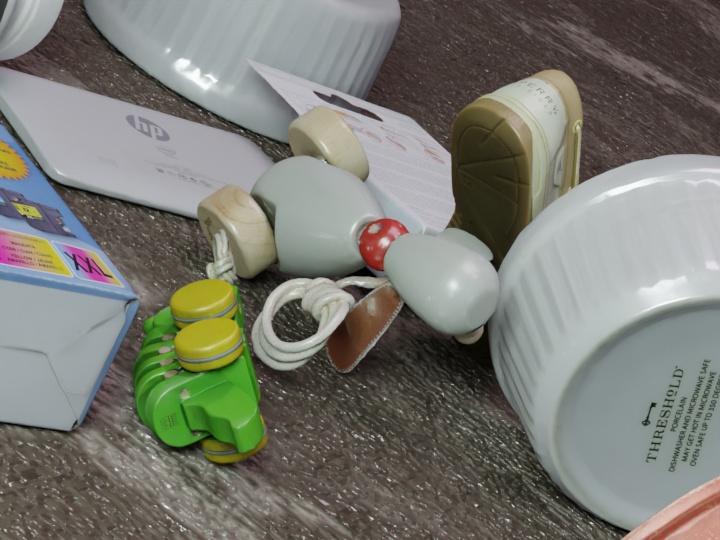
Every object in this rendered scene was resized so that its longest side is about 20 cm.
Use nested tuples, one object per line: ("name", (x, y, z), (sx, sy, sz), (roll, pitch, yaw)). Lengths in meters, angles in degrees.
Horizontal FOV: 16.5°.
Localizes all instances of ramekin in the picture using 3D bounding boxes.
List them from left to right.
("ramekin", (-0.070, -0.172, 1.615), (0.200, 0.098, 0.201), (26, 19, -10))
("ramekin", (0.169, 0.048, 1.269), (0.202, 0.202, 0.094), (23, 31, -20))

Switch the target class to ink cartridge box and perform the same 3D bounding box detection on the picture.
("ink cartridge box", (-0.204, -0.024, 1.067), (0.136, 0.076, 0.200), (12, 24, -43))
("ink cartridge box", (0.025, -0.043, 1.496), (0.162, 0.057, 0.200), (16, 17, -46))

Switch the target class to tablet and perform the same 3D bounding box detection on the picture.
("tablet", (-0.114, -0.065, 1.404), (0.200, 0.014, 0.130), (15, 23, -39))

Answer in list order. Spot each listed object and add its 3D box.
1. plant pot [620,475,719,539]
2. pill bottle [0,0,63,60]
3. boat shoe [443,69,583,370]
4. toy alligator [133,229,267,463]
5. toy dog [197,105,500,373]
("plant pot", (0.187, 0.201, 0.915), (0.201, 0.201, 0.195), (13, 33, -42))
("pill bottle", (-0.249, -0.160, 1.286), (0.116, 0.116, 0.200), (39, 21, 25))
("boat shoe", (0.086, -0.025, 1.329), (0.074, 0.200, 0.066), (39, 57, 23))
("toy alligator", (-0.078, 0.036, 1.140), (0.054, 0.059, 0.200), (-13, 26, -1))
("toy dog", (0.000, 0.000, 1.290), (0.096, 0.132, 0.200), (65, -1, -39))
